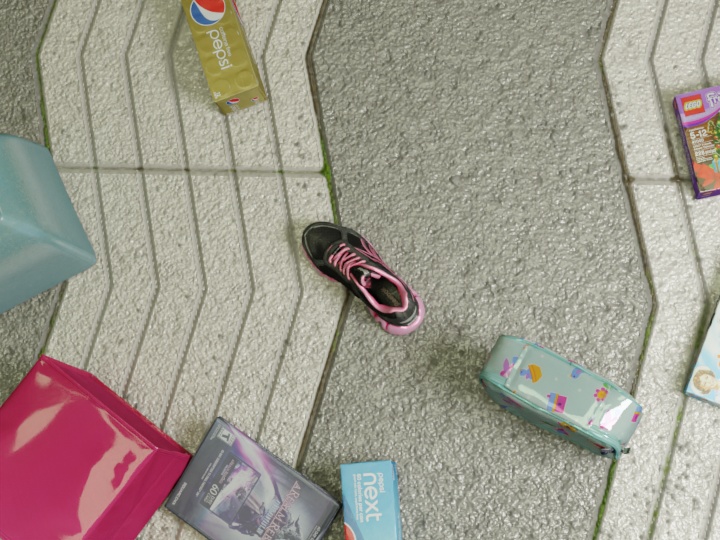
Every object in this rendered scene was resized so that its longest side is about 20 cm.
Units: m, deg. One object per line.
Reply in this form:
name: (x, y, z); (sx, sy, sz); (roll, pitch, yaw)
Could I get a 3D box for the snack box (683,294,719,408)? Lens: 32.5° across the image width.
snack box: (0.497, 0.083, 1.553); (0.116, 0.037, 0.200); (21, 83, 12)

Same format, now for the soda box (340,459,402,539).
soda box: (0.017, 0.342, 1.557); (0.068, 0.064, 0.200); (-6, 78, 7)

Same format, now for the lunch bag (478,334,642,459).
lunch bag: (0.248, 0.161, 1.514); (0.200, 0.160, 0.077); (28, 79, 18)

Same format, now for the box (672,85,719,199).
box: (0.519, -0.180, 1.600); (0.200, 0.039, 0.137); (-12, 77, 5)

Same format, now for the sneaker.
sneaker: (0.000, 0.000, 1.610); (0.200, 0.095, 0.079); (39, 88, 14)

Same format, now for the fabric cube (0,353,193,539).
fabric cube: (-0.362, 0.252, 1.559); (0.196, 0.200, 0.199); (35, 84, 13)

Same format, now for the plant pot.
plant pot: (-0.502, -0.069, 1.639); (0.196, 0.200, 0.196); (-27, 77, 1)

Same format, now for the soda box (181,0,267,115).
soda box: (-0.193, -0.322, 1.713); (0.068, 0.064, 0.200); (-20, 78, 4)

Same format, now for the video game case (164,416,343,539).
video game case: (-0.140, 0.302, 1.592); (0.200, 0.019, 0.143); (33, 100, 15)
